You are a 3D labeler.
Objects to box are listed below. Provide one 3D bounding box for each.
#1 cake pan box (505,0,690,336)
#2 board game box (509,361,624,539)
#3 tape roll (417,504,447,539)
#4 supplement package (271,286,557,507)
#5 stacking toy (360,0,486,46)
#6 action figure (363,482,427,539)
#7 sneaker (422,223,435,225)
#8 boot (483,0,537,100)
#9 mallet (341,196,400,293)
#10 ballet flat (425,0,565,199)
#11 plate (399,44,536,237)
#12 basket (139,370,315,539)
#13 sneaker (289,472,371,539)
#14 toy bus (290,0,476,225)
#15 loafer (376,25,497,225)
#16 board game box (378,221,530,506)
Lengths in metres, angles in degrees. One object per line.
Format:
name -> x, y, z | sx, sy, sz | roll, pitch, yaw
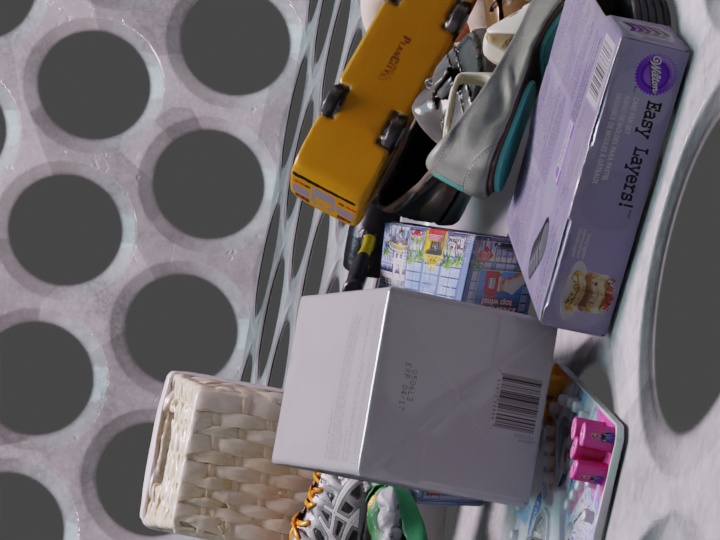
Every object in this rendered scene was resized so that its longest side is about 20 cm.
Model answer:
cake pan box -> 0.147, -0.084, 1.438 | 0.184, 0.052, 0.202 | -106, 28, -69
board game box -> 0.112, 0.171, 1.412 | 0.200, 0.026, 0.202 | -123, 45, -79
tape roll -> 0.031, 0.232, 1.862 | 0.203, 0.037, 0.205 | -169, 90, -83
supplement package -> 0.032, 0.082, 1.480 | 0.200, 0.119, 0.122 | 175, 106, -72
stacking toy -> 0.094, -0.261, 1.882 | 0.147, 0.145, 0.201 | 111, -178, -51
action figure -> 0.027, 0.227, 1.615 | 0.118, 0.054, 0.201 | 99, 164, -63
sneaker -> 0.085, -0.092, 1.882 | 0.093, 0.070, 0.201 | -21, 56, 62
boot -> 0.112, -0.191, 1.679 | 0.073, 0.076, 0.201 | -28, 31, 17
mallet -> 0.000, 0.000, 1.796 | 0.200, 0.041, 0.066 | -72, -5, -67
ballet flat -> 0.103, -0.139, 1.554 | 0.201, 0.063, 0.068 | -61, -20, -27
plate -> 0.089, -0.057, 1.747 | 0.200, 0.032, 0.201 | -133, 53, -62
basket -> -0.068, 0.165, 1.847 | 0.123, 0.198, 0.137 | 173, 109, -75
sneaker -> -0.020, 0.196, 1.757 | 0.078, 0.077, 0.202 | 161, 109, -86
toy bus -> 0.020, -0.140, 1.739 | 0.201, 0.065, 0.078 | -61, -7, -16
loafer -> 0.061, -0.101, 1.665 | 0.201, 0.062, 0.072 | 107, 157, -50
board game box -> 0.053, 0.068, 1.681 | 0.200, 0.061, 0.202 | 10, 94, 64
